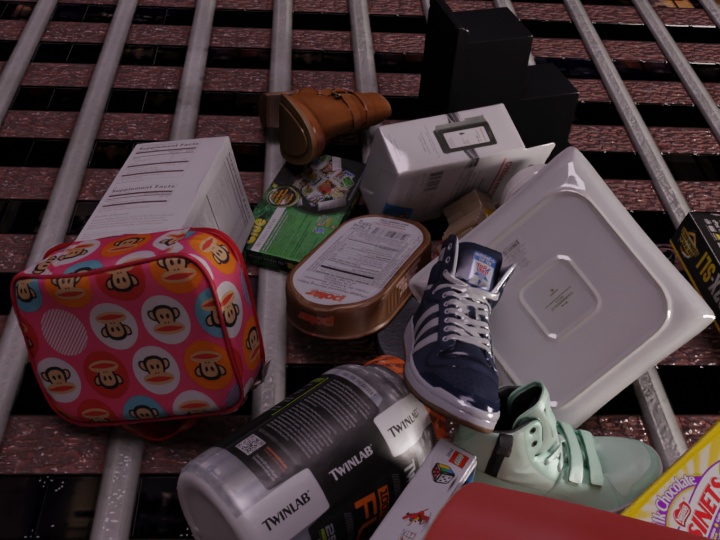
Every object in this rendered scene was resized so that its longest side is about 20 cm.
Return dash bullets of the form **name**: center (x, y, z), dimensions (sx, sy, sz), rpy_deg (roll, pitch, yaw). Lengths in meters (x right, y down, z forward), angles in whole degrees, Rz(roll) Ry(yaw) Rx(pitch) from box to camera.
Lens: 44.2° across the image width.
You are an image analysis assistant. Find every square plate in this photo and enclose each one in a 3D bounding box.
- **square plate**: center (0.173, 0.026, 0.786), dimensions (0.199, 0.028, 0.199), rpy_deg (-39, 81, 7)

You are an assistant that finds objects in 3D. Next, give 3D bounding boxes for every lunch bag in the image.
- **lunch bag**: center (-0.182, 0.061, 0.747), dimensions (0.196, 0.179, 0.082), rpy_deg (-5, 22, 17)

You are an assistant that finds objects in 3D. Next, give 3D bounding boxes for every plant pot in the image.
- **plant pot**: center (0.126, 0.240, 0.577), dimensions (0.175, 0.203, 0.200), rpy_deg (19, 43, 28)

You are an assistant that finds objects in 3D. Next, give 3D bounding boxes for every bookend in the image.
- **bookend**: center (0.179, -0.234, 1.090), dimensions (0.195, 0.202, 0.093), rpy_deg (-10, 43, -15)

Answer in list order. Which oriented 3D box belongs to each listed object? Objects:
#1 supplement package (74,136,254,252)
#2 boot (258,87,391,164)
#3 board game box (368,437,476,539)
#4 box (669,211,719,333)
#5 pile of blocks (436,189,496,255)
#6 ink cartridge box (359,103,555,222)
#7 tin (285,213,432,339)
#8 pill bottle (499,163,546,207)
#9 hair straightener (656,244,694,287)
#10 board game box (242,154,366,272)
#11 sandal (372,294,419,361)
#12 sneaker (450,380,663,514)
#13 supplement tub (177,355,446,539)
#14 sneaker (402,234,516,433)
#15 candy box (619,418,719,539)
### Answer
- **supplement package**: center (-0.191, -0.030, 0.880), dimensions (0.108, 0.115, 0.201), rpy_deg (-2, 39, 14)
- **boot**: center (-0.031, -0.188, 1.093), dimensions (0.152, 0.075, 0.200), rpy_deg (-5, 28, -19)
- **board game box**: center (0.015, 0.228, 0.614), dimensions (0.034, 0.128, 0.200), rpy_deg (25, 45, 21)
- **box**: center (0.429, 0.028, 0.907), dimensions (0.157, 0.050, 0.202), rpy_deg (5, 45, -18)
- **pile of blocks**: center (0.115, -0.013, 0.956), dimensions (0.062, 0.082, 0.201), rpy_deg (-29, 21, 27)
- **ink cartridge box**: center (0.108, -0.120, 1.009), dimensions (0.197, 0.116, 0.069), rpy_deg (-13, 65, -19)
- **tin**: center (0.000, 0.000, 0.895), dimensions (0.110, 0.042, 0.200), rpy_deg (9, 33, 26)
- **pill bottle**: center (0.204, -0.030, 0.909), dimensions (0.114, 0.118, 0.201), rpy_deg (2, 27, -3)
- **hair straightener**: center (0.310, 0.008, 0.939), dimensions (0.199, 0.041, 0.077), rpy_deg (-30, 69, -33)
- **board game box**: center (-0.064, -0.071, 1.018), dimensions (0.103, 0.024, 0.201), rpy_deg (16, 43, 10)
- **sandal**: center (0.039, 0.060, 0.872), dimensions (0.075, 0.043, 0.201), rpy_deg (-11, 33, -17)
- **sneaker**: center (0.168, 0.145, 0.727), dimensions (0.197, 0.120, 0.074), rpy_deg (-2, 40, -10)
- **supplement tub**: center (-0.032, 0.155, 0.694), dimensions (0.199, 0.124, 0.122), rpy_deg (-31, 52, -32)
- **sneaker**: center (0.083, 0.041, 0.695), dimensions (0.069, 0.110, 0.200), rpy_deg (24, 13, -10)
- **candy box**: center (0.284, 0.205, 0.724), dimensions (0.199, 0.027, 0.102), rpy_deg (-29, 65, -32)
